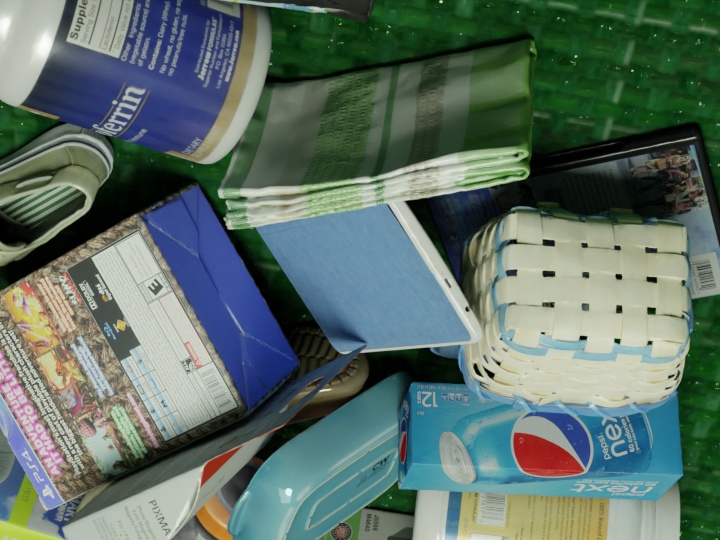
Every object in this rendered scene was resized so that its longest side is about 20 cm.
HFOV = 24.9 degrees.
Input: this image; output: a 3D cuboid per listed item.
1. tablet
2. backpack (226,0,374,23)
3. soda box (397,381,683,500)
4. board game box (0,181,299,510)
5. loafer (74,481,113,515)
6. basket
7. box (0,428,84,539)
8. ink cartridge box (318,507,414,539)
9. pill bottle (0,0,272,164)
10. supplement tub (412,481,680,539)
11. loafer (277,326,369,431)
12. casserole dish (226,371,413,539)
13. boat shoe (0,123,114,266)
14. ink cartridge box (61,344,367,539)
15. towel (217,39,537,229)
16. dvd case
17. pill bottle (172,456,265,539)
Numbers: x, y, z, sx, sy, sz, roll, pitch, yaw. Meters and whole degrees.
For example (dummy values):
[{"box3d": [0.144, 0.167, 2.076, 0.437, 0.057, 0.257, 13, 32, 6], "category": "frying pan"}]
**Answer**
[{"box3d": [0.000, 0.000, 1.125, 0.130, 0.014, 0.200, 58, 154, -12], "category": "tablet"}, {"box3d": [-0.090, -0.236, 0.959, 0.199, 0.154, 0.164, -7, 135, -14], "category": "backpack"}, {"box3d": [0.129, 0.126, 1.193, 0.199, 0.065, 0.068, 3, 157, -7], "category": "soda box"}, {"box3d": [-0.175, 0.056, 1.194, 0.199, 0.097, 0.160, -26, 96, 27], "category": "board game box"}, {"box3d": [-0.191, 0.247, 1.265, 0.075, 0.068, 0.201, 3, 124, -19], "category": "loafer"}, {"box3d": [0.147, 0.033, 1.127, 0.175, 0.140, 0.200, 5, 157, -5], "category": "basket"}, {"box3d": [-0.290, 0.170, 1.326, 0.199, 0.122, 0.048, 18, 130, -8], "category": "box"}, {"box3d": [0.045, 0.283, 1.359, 0.199, 0.146, 0.084, 8, 129, 1], "category": "ink cartridge box"}, {"box3d": [-0.166, -0.147, 1.021, 0.199, 0.116, 0.116, 16, 132, -24], "category": "pill bottle"}, {"box3d": [0.141, 0.205, 1.281, 0.199, 0.145, 0.145, 7, 131, 3], "category": "supplement tub"}, {"box3d": [-0.078, 0.097, 1.272, 0.199, 0.076, 0.068, -8, 131, 25], "category": "loafer"}, {"box3d": [-0.017, 0.153, 1.236, 0.039, 0.200, 0.121, 40, 136, 21], "category": "casserole dish"}, {"box3d": [-0.262, -0.040, 1.185, 0.200, 0.062, 0.072, -32, 119, 31], "category": "boat shoe"}, {"box3d": [-0.093, 0.133, 1.148, 0.199, 0.163, 0.057, -22, 99, 26], "category": "ink cartridge box"}, {"box3d": [0.012, -0.094, 1.045, 0.199, 0.150, 0.031, -10, 128, 15], "category": "towel"}, {"box3d": [0.159, -0.025, 1.169, 0.199, 0.018, 0.143, -10, 127, 17], "category": "dvd case"}, {"box3d": [-0.124, 0.226, 1.341, 0.106, 0.107, 0.200, 20, 140, -9], "category": "pill bottle"}]
